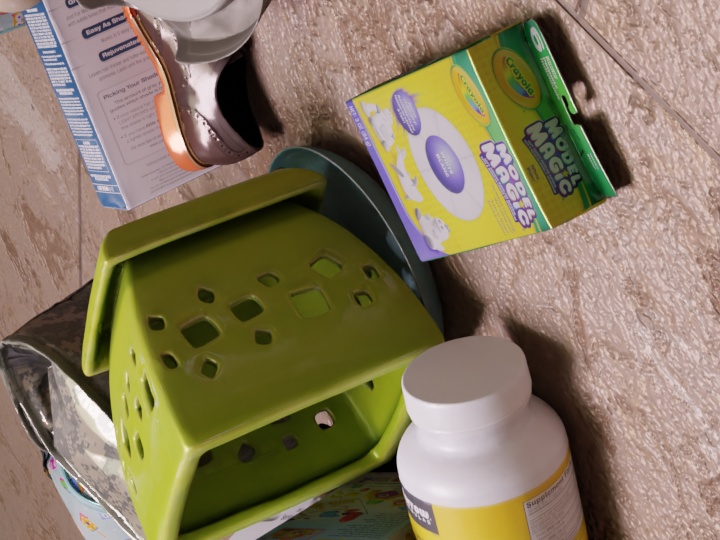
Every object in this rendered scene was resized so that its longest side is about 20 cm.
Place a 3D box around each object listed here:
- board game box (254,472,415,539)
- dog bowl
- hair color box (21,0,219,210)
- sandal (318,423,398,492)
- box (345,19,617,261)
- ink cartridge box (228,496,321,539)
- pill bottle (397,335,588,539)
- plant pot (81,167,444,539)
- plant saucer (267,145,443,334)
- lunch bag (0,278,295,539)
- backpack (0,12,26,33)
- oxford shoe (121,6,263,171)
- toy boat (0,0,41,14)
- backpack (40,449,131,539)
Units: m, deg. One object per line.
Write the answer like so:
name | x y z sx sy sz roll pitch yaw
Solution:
board game box | 0.003 0.217 1.462 0.104 0.200 0.104 -4 101 32
dog bowl | -0.130 -0.237 1.407 0.199 0.059 0.201 23 136 24
hair color box | -0.180 -0.157 1.602 0.060 0.100 0.201 9 123 62
sandal | 0.042 0.181 1.592 0.200 0.048 0.075 39 148 18
box | 0.071 -0.074 1.265 0.118 0.048 0.200 64 154 -5
ink cartridge box | -0.019 0.280 1.698 0.200 0.084 0.146 48 157 -8
pill bottle | 0.086 0.148 1.382 0.112 0.112 0.201 26 138 52
plant pot | -0.082 0.054 1.460 0.182 0.199 0.199 60 157 22
plant saucer | 0.000 0.000 1.501 0.200 0.027 0.201 44 149 35
lunch bag | -0.158 0.089 1.614 0.200 0.164 0.118 44 139 12
backpack | -0.350 -0.250 1.710 0.176 0.199 0.154 43 144 50
oxford shoe | -0.117 -0.173 1.530 0.072 0.071 0.201 -5 110 33
toy boat | -0.260 -0.284 1.503 0.130 0.201 0.131 14 154 28
backpack | -0.181 0.130 1.778 0.154 0.175 0.201 99 153 -56
